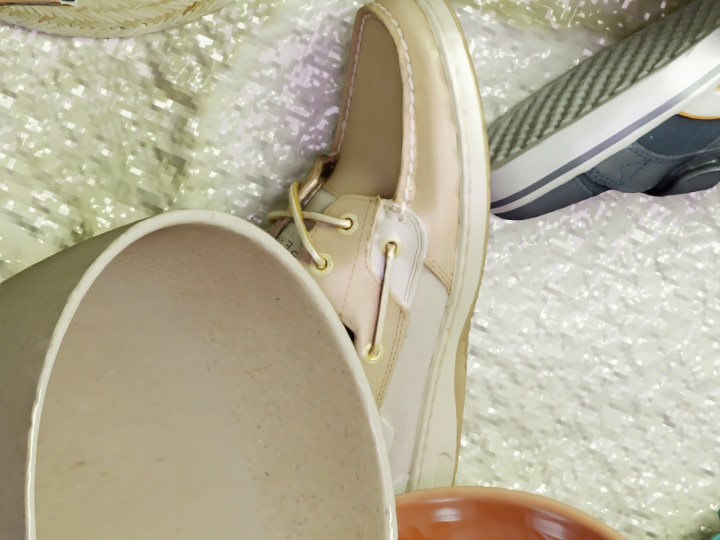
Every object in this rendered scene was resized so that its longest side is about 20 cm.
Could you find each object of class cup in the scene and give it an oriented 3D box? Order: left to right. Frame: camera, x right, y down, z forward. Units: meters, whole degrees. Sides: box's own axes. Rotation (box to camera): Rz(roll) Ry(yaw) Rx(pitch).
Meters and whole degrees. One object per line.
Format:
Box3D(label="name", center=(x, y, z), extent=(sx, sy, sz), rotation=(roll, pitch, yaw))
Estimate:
Box3D(label="cup", center=(-0.099, 0.087, 0.892), extent=(0.143, 0.200, 0.201), rotation=(-8, 114, 32))

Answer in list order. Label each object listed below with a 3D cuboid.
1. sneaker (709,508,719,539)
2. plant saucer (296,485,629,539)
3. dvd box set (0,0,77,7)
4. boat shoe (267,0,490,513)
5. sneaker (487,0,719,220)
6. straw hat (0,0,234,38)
Box3D(label="sneaker", center=(0.176, 0.106, 1.035), extent=(0.200, 0.080, 0.078), rotation=(-18, 130, -28))
Box3D(label="plant saucer", center=(0.028, 0.169, 0.918), extent=(0.200, 0.200, 0.032), rotation=(-36, 146, -3))
Box3D(label="dvd box set", center=(-0.187, -0.152, 0.835), extent=(0.200, 0.029, 0.147), rotation=(1, 94, 7))
Box3D(label="boat shoe", center=(0.000, 0.000, 0.957), extent=(0.069, 0.074, 0.200), rotation=(-4, 107, -20))
Box3D(label="sneaker", center=(0.134, -0.059, 0.974), extent=(0.200, 0.078, 0.079), rotation=(-32, 106, -6))
Box3D(label="straw hat", center=(-0.082, -0.162, 0.881), extent=(0.201, 0.085, 0.201), rotation=(-4, 106, -14))
